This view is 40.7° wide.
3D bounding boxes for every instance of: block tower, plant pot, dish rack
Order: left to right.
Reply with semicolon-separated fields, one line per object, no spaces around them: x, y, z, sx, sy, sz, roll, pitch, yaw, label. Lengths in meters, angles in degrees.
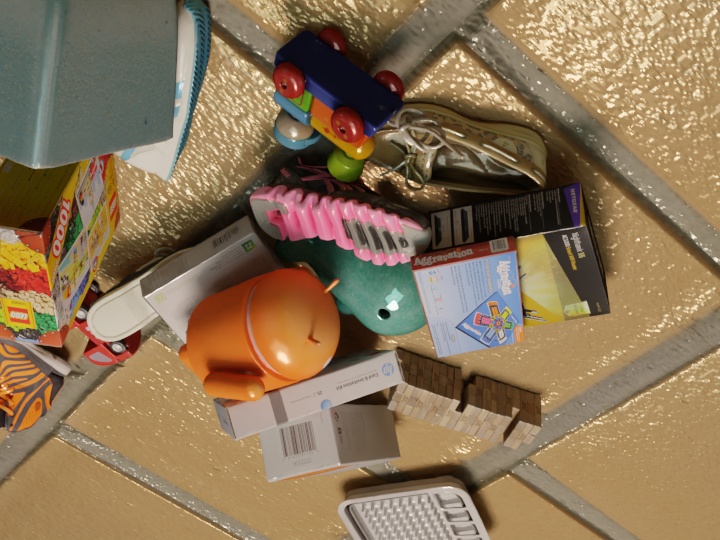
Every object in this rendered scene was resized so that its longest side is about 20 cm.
-0.271;-0.226;0.821;0.193;0.196;0.204;21;111;17;plant pot
0.080;0.356;1.398;0.196;0.044;0.173;-12;129;18;dish rack
0.126;0.163;1.213;0.197;0.058;0.054;19;131;-7;block tower

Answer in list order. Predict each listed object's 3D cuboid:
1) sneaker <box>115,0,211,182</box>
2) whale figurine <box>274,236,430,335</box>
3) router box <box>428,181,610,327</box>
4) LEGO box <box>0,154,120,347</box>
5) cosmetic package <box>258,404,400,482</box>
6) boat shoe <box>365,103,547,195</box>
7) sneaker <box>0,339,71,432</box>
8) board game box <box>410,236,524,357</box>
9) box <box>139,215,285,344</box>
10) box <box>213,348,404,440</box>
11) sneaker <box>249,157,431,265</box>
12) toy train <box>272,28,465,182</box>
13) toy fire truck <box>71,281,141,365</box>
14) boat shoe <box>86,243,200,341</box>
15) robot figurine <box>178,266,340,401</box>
-0.198;-0.178;0.948;0.079;0.077;0.202;21;129;-8;sneaker
0.000;0.000;1.055;0.197;0.105;0.160;21;132;-6;whale figurine
0.171;-0.006;1.017;0.154;0.053;0.200;-11;149;17;router box
-0.316;-0.050;0.993;0.076;0.202;0.151;8;133;2;LEGO box
-0.034;0.210;1.195;0.100;0.073;0.199;-17;166;21;cosmetic package
0.089;-0.116;0.967;0.196;0.063;0.074;5;132;4;boat shoe
-0.443;0.135;1.192;0.076;0.114;0.200;10;160;33;sneaker
0.114;0.032;0.998;0.101;0.020;0.201;-10;149;6;board game box
-0.140;0.045;1.112;0.143;0.037;0.201;-29;132;3;box
-0.064;0.138;1.114;0.197;0.156;0.042;-19;90;-15;box
-0.012;-0.071;0.985;0.197;0.096;0.080;16;140;22;sneaker
0.000;-0.126;0.924;0.199;0.085;0.116;38;145;10;toy train
-0.383;0.054;1.197;0.139;0.049;0.200;-23;125;27;toy fire truck
-0.223;0.017;1.126;0.198;0.062;0.076;-30;113;5;boat shoe
-0.102;0.068;1.008;0.198;0.143;0.119;-21;86;38;robot figurine
